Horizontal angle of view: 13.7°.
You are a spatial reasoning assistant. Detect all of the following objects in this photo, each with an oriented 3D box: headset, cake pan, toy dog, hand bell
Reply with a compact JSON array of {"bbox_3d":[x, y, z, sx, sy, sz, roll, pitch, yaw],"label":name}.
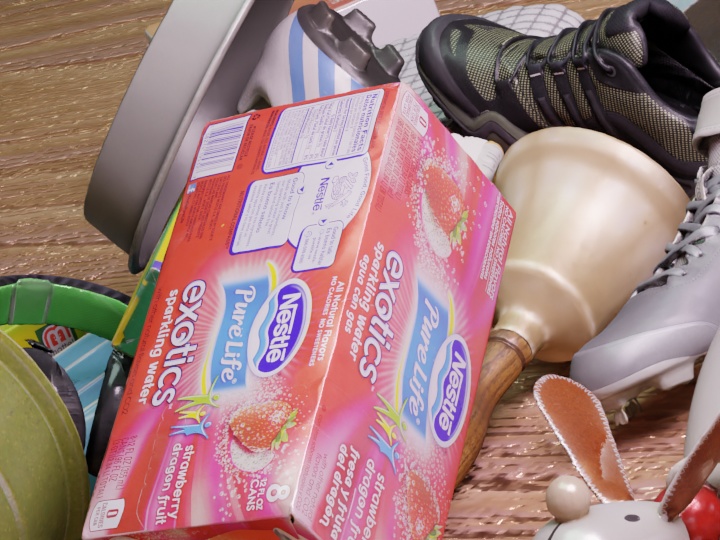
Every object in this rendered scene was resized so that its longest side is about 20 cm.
[{"bbox_3d":[-0.122,0.056,1.334,0.123,0.094,0.200,-1,36,-24],"label":"headset"},{"bbox_3d":[-0.080,-0.094,1.473,0.200,0.037,0.200,-63,-2,-4],"label":"cake pan"},{"bbox_3d":[0.131,0.043,1.081,0.132,0.096,0.200,-13,18,30],"label":"toy dog"},{"bbox_3d":[0.059,0.040,1.259,0.104,0.104,0.200,-7,34,41],"label":"hand bell"}]

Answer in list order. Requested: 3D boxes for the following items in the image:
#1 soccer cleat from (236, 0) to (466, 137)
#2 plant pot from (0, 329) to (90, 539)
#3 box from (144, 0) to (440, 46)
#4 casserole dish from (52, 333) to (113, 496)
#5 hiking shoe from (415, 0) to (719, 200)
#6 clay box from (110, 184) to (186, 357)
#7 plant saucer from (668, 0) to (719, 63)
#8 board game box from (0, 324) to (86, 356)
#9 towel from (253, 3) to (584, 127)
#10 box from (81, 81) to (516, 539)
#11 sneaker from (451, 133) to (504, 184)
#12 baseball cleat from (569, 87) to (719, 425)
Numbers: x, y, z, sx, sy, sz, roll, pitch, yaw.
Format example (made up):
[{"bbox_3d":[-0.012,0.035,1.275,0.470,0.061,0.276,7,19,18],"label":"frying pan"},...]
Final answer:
[{"bbox_3d":[0.012,-0.044,1.472,0.070,0.200,0.086,8,-52,-51],"label":"soccer cleat"},{"bbox_3d":[-0.220,0.128,1.138,0.200,0.200,0.190,-16,27,18],"label":"plant pot"},{"bbox_3d":[-0.032,-0.117,1.817,0.152,0.106,0.200,-23,15,-7],"label":"box"},{"bbox_3d":[-0.129,0.066,1.460,0.121,0.039,0.200,-8,21,42],"label":"casserole dish"},{"bbox_3d":[0.118,-0.096,1.427,0.200,0.101,0.076,24,40,23],"label":"hiking shoe"},{"bbox_3d":[-0.043,0.009,1.398,0.048,0.115,0.200,-62,5,19],"label":"clay box"},{"bbox_3d":[0.203,-0.142,1.520,0.201,0.039,0.201,-28,-18,-10],"label":"plant saucer"},{"bbox_3d":[-0.239,0.053,1.627,0.102,0.048,0.200,-31,18,-31],"label":"board game box"},{"bbox_3d":[0.026,-0.059,1.596,0.200,0.086,0.166,-16,21,23],"label":"towel"},{"bbox_3d":[-0.020,0.038,1.148,0.100,0.095,0.200,-11,50,33],"label":"box"},{"bbox_3d":[0.000,0.000,1.310,0.088,0.076,0.200,15,30,7],"label":"sneaker"},{"bbox_3d":[0.147,-0.016,1.242,0.200,0.106,0.070,-27,2,-37],"label":"baseball cleat"}]
